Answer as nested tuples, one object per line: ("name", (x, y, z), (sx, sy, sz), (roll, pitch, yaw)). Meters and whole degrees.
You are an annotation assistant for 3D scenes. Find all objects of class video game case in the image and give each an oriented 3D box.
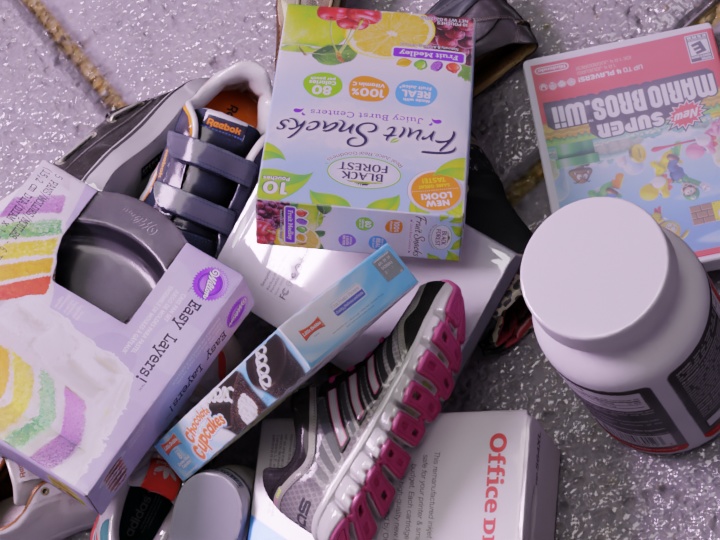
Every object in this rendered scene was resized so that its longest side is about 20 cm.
("video game case", (0.200, -0.082, 1.372), (0.142, 0.017, 0.201), (-11, 58, 6))

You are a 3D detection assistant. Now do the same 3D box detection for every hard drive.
("hard drive", (0.000, 0.000, 1.366), (0.200, 0.026, 0.132), (31, 96, 23))

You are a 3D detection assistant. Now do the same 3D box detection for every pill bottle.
("pill bottle", (0.178, 0.036, 1.245), (0.115, 0.200, 0.116), (-9, 64, 19))

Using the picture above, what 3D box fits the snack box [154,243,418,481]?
("snack box", (-0.053, 0.064, 1.296), (0.037, 0.200, 0.116), (50, 50, 2))

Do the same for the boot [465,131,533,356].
("boot", (0.039, 0.009, 1.397), (0.203, 0.073, 0.154), (-40, 61, 4))

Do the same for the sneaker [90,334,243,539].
("sneaker", (-0.132, 0.132, 1.380), (0.070, 0.093, 0.200), (26, 84, -10))

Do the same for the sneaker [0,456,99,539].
("sneaker", (-0.213, 0.152, 1.434), (0.200, 0.085, 0.073), (-32, 57, 5))

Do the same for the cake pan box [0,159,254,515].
("cake pan box", (-0.199, 0.041, 1.342), (0.184, 0.052, 0.200), (31, 71, 15))

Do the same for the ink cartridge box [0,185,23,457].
("ink cartridge box", (-0.250, 0.027, 1.462), (0.145, 0.088, 0.200), (33, 59, 31))

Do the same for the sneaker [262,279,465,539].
("sneaker", (-0.001, 0.087, 1.277), (0.087, 0.074, 0.201), (23, 78, 26))

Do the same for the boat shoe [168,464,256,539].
("boat shoe", (-0.115, 0.230, 1.364), (0.071, 0.070, 0.201), (19, 101, 19))

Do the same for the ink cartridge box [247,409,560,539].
("ink cartridge box", (0.029, 0.178, 1.314), (0.199, 0.084, 0.147), (-3, 65, 22))

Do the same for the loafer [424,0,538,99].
("loafer", (0.047, -0.132, 1.458), (0.200, 0.073, 0.072), (-47, 62, 0))

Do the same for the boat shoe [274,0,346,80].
("boat shoe", (-0.033, -0.155, 1.504), (0.065, 0.072, 0.201), (0, 74, 1))

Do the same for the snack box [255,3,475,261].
("snack box", (0.007, -0.101, 1.353), (0.141, 0.053, 0.201), (4, 49, 3))

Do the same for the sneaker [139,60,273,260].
("sneaker", (-0.117, -0.069, 1.428), (0.078, 0.079, 0.201), (19, 63, -9))

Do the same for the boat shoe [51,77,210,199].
("boat shoe", (-0.174, -0.102, 1.489), (0.063, 0.071, 0.200), (22, 36, 18))
